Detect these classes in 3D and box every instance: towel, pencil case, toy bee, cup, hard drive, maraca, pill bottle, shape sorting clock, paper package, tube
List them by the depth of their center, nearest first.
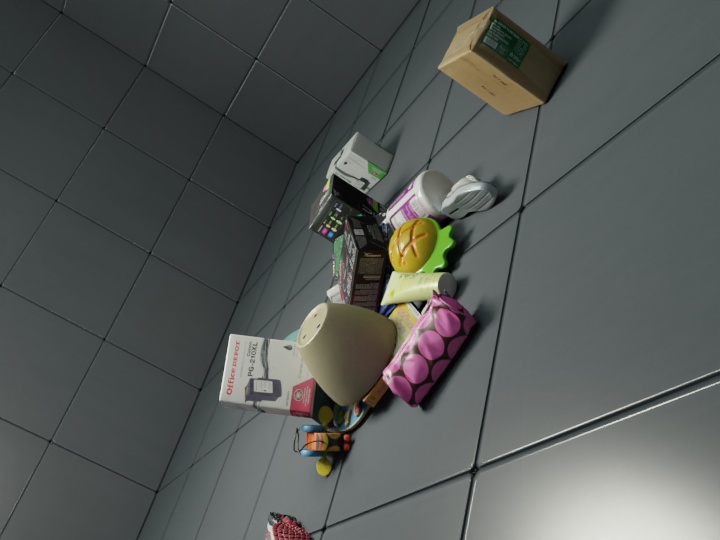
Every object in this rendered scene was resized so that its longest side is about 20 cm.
[{"bbox_3d":[0.115,0.137,1.348,0.202,0.092,0.091,-59,15,11],"label":"pencil case"},{"bbox_3d":[0.110,0.034,1.540,0.057,0.053,0.198,-26,12,-31],"label":"tube"},{"bbox_3d":[-0.044,0.146,1.550,0.200,0.142,0.202,-44,23,25],"label":"cup"},{"bbox_3d":[0.288,-0.424,1.583,0.105,0.198,0.190,-61,16,-5],"label":"paper package"},{"bbox_3d":[-0.073,0.362,1.597,0.200,0.106,0.134,-73,-16,-78],"label":"toy bee"},{"bbox_3d":[0.129,-0.044,1.611,0.199,0.106,0.140,14,83,59],"label":"maraca"},{"bbox_3d":[-0.006,0.248,1.651,0.201,0.039,0.201,-55,16,24],"label":"shape sorting clock"},{"bbox_3d":[0.126,-0.129,1.752,0.200,0.111,0.114,-43,23,48],"label":"pill bottle"},{"bbox_3d":[0.048,0.010,1.767,0.145,0.023,0.205,126,144,-62],"label":"towel"},{"bbox_3d":[0.014,-0.064,1.980,0.197,0.038,0.142,-28,40,23],"label":"hard drive"}]

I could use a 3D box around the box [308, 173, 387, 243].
[{"bbox_3d":[-0.028,-0.142,2.114,0.125,0.198,0.149,-53,16,24],"label":"box"}]

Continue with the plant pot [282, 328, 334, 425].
[{"bbox_3d":[-0.121,0.230,1.784,0.162,0.200,0.200,-52,14,-9],"label":"plant pot"}]

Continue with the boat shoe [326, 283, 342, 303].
[{"bbox_3d":[0.006,0.042,1.917,0.197,0.070,0.072,-26,6,22],"label":"boat shoe"}]

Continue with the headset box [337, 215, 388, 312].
[{"bbox_3d":[0.000,0.000,1.754,0.150,0.073,0.204,-109,24,-55],"label":"headset box"}]

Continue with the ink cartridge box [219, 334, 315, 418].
[{"bbox_3d":[-0.192,0.226,1.643,0.085,0.195,0.148,94,-177,-72],"label":"ink cartridge box"}]

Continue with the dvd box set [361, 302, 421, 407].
[{"bbox_3d":[0.059,0.160,1.549,0.201,0.029,0.147,-53,21,6],"label":"dvd box set"}]

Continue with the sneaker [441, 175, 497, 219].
[{"bbox_3d":[0.222,-0.162,1.568,0.072,0.072,0.199,-67,16,-13],"label":"sneaker"}]

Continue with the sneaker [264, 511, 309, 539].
[{"bbox_3d":[-0.150,0.545,1.538,0.200,0.079,0.076,159,125,-79],"label":"sneaker"}]

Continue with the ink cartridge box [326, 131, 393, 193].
[{"bbox_3d":[-0.005,-0.337,2.496,0.200,0.145,0.084,-38,27,57],"label":"ink cartridge box"}]
